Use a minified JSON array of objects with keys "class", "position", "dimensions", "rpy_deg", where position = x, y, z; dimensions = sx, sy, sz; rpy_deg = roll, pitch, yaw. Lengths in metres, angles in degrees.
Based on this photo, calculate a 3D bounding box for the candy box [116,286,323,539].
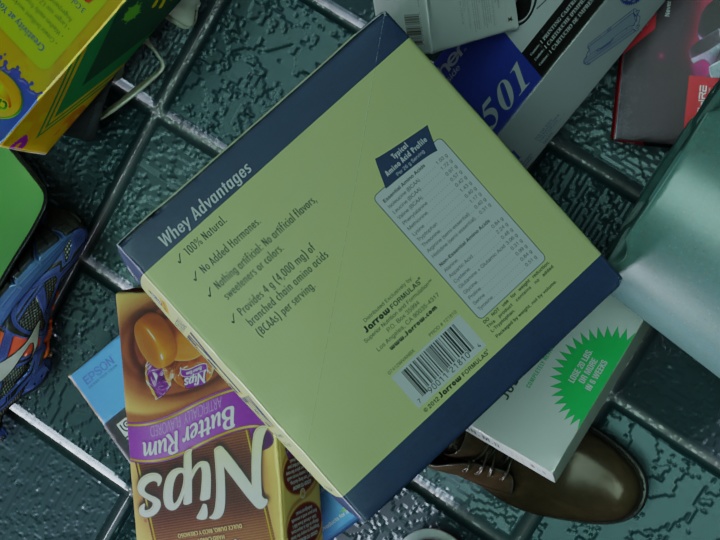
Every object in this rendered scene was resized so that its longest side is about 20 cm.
[{"class":"candy box","position":[-0.090,0.108,1.013],"dimensions":[0.116,0.056,0.201],"rpy_deg":[-3,95,27]}]

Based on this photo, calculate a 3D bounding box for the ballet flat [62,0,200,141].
[{"class":"ballet flat","position":[-0.156,-0.174,1.091],"dimensions":[0.073,0.073,0.200],"rpy_deg":[37,95,10]}]

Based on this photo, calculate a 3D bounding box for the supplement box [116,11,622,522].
[{"class":"supplement box","position":[0.000,0.000,0.899],"dimensions":[0.200,0.134,0.200],"rpy_deg":[-42,92,-8]}]

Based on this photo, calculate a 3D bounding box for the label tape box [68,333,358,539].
[{"class":"label tape box","position":[-0.084,0.109,1.083],"dimensions":[0.144,0.063,0.200],"rpy_deg":[-38,84,15]}]

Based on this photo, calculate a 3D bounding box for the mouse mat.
[{"class":"mouse mat","position":[-0.297,-0.007,1.118],"dimensions":[0.200,0.008,0.161],"rpy_deg":[-57,45,11]}]

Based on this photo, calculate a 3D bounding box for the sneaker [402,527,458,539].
[{"class":"sneaker","position":[-0.001,0.268,1.044],"dimensions":[0.078,0.115,0.201],"rpy_deg":[27,99,12]}]

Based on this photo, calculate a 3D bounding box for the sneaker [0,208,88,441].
[{"class":"sneaker","position":[-0.250,0.042,1.121],"dimensions":[0.200,0.078,0.075],"rpy_deg":[-54,35,15]}]

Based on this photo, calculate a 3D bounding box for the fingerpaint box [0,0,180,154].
[{"class":"fingerpaint box","position":[-0.234,-0.206,1.035],"dimensions":[0.200,0.073,0.167],"rpy_deg":[45,100,11]}]

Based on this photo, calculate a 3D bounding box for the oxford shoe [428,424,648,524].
[{"class":"oxford shoe","position":[0.091,0.121,1.029],"dimensions":[0.199,0.084,0.073],"rpy_deg":[19,96,12]}]

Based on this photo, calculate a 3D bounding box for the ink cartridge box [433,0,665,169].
[{"class":"ink cartridge box","position":[0.114,-0.147,0.990],"dimensions":[0.200,0.044,0.094],"rpy_deg":[-52,42,20]}]

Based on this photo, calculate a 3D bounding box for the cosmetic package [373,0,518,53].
[{"class":"cosmetic package","position":[0.039,-0.236,0.941],"dimensions":[0.051,0.082,0.201],"rpy_deg":[6,111,49]}]

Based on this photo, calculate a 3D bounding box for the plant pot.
[{"class":"plant pot","position":[0.256,-0.004,0.906],"dimensions":[0.196,0.200,0.201],"rpy_deg":[33,101,4]}]

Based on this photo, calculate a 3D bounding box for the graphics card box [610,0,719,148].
[{"class":"graphics card box","position":[0.264,-0.134,0.986],"dimensions":[0.199,0.051,0.126],"rpy_deg":[7,95,13]}]

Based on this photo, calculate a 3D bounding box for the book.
[{"class":"book","position":[0.072,0.030,1.006],"dimensions":[0.199,0.048,0.134],"rpy_deg":[28,76,20]}]
